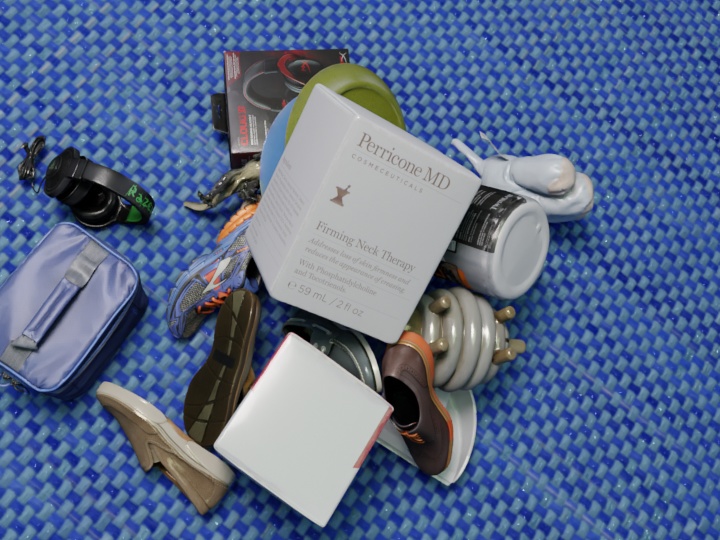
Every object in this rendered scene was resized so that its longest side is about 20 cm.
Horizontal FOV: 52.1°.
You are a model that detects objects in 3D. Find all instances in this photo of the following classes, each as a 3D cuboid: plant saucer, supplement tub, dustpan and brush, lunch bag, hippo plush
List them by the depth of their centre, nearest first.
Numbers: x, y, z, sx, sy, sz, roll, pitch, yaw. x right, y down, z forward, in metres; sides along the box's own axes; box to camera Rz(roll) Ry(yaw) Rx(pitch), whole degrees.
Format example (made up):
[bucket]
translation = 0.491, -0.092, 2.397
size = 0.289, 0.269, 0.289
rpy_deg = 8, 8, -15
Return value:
[lunch bag]
translation = -0.357, 0.054, 0.874
size = 0.134, 0.133, 0.202
rpy_deg = 32, 71, 1
[supplement tub]
translation = 0.123, -0.048, 0.911
size = 0.198, 0.123, 0.123
rpy_deg = 22, 65, 44
[plant saucer]
translation = -0.006, -0.153, 0.922
size = 0.197, 0.031, 0.206
rpy_deg = -11, 106, -40
[dustpan and brush]
translation = 0.106, 0.151, 0.957
size = 0.138, 0.057, 0.202
rpy_deg = 31, 55, -2
[hippo plush]
translation = 0.210, -0.066, 0.985
size = 0.197, 0.159, 0.164
rpy_deg = 25, 82, -22

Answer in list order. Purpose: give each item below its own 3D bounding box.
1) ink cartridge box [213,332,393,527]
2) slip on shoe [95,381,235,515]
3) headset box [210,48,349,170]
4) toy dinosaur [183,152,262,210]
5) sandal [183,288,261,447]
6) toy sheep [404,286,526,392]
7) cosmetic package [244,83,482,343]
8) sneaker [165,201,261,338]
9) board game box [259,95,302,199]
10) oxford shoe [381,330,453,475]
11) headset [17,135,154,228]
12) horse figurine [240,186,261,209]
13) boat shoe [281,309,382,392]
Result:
[ink cartridge box]
translation = -0.072, 0.186, 0.849
size = 0.143, 0.200, 0.147
rpy_deg = 34, 73, 0
[slip on shoe]
translation = -0.243, 0.212, 0.881
size = 0.199, 0.076, 0.061
rpy_deg = 39, 65, -5
[headset box]
translation = -0.108, -0.220, 1.020
size = 0.194, 0.075, 0.153
rpy_deg = -4, 76, -10
[toy dinosaur]
translation = -0.159, -0.109, 0.934
size = 0.197, 0.089, 0.048
rpy_deg = -28, 109, 19
[sandal]
translation = -0.159, 0.122, 0.902
size = 0.081, 0.054, 0.205
rpy_deg = 20, 95, 38
[toy sheep]
translation = 0.119, 0.084, 0.897
size = 0.195, 0.138, 0.142
rpy_deg = 14, 72, -18
[cosmetic package]
translation = -0.006, -0.065, 0.814
size = 0.164, 0.167, 0.203
rpy_deg = 22, 105, -26
[sneaker]
translation = -0.168, 0.011, 0.919
size = 0.078, 0.075, 0.201
rpy_deg = 43, 99, 15
[board game box]
translation = -0.054, -0.122, 0.934
size = 0.197, 0.038, 0.163
rpy_deg = 12, 91, -41
[oxford shoe]
translation = 0.058, 0.171, 0.847
size = 0.069, 0.204, 0.073
rpy_deg = -2, 32, 27
[headset]
translation = -0.350, -0.117, 0.935
size = 0.195, 0.124, 0.096
rpy_deg = 11, 70, 16
[horse figurine]
translation = -0.119, -0.050, 0.974
size = 0.129, 0.050, 0.206
rpy_deg = -6, 81, 18
[boat shoe]
translation = -0.037, 0.100, 0.893
size = 0.060, 0.199, 0.075
rpy_deg = -19, 118, -21
